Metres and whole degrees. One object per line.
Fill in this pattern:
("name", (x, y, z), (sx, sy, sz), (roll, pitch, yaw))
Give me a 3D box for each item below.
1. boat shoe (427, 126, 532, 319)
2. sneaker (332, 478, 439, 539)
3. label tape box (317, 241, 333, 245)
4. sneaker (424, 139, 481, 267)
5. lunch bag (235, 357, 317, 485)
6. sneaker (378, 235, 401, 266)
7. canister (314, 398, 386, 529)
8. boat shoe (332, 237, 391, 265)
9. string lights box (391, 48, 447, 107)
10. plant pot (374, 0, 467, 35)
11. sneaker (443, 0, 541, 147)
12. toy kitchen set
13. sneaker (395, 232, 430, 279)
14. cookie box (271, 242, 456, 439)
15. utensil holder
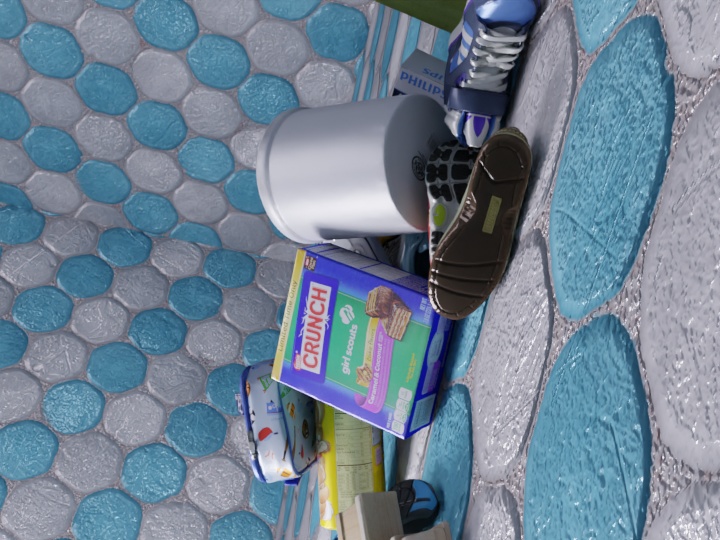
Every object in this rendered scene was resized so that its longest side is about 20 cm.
("boat shoe", (0.125, -0.047, 0.950), (0.076, 0.071, 0.202), (-60, -7, -63))
("sneaker", (0.040, 0.303, 1.082), (0.073, 0.082, 0.200), (-48, 1, -44))
("label tape box", (-0.032, -0.104, 1.391), (0.202, 0.062, 0.146), (95, 170, -50))
("sneaker", (0.104, -0.058, 1.080), (0.085, 0.075, 0.203), (93, -174, -60))
("lunch bag", (-0.098, 0.198, 1.276), (0.200, 0.074, 0.164), (-9, -90, -74))
("sneaker", (0.024, -0.016, 1.347), (0.077, 0.082, 0.203), (18, 77, 40))
("canister", (-0.013, 0.232, 1.282), (0.148, 0.085, 0.204), (11, -104, -78))
("boat shoe", (0.000, 0.000, 1.248), (0.200, 0.066, 0.075), (48, 142, 48))
("string lights box", (0.082, -0.178, 1.266), (0.059, 0.101, 0.202), (-53, -15, -47))
("plant pot", (0.091, -0.398, 1.216), (0.200, 0.186, 0.204), (-169, 90, -84))
("sneaker", (0.140, -0.210, 1.019), (0.200, 0.079, 0.150), (138, 134, -74))
("toy kitchen set", (-0.017, 0.313, 0.901), (0.163, 0.177, 0.203), (-49, 45, 51))
("sneaker", (0.091, -0.056, 1.215), (0.082, 0.073, 0.204), (-152, 63, -68))
("cookie box", (0.004, 0.079, 1.140), (0.075, 0.197, 0.174), (-9, -65, -58))
("utensil holder", (0.000, -0.121, 1.153), (0.198, 0.169, 0.173), (0, 75, 41))
